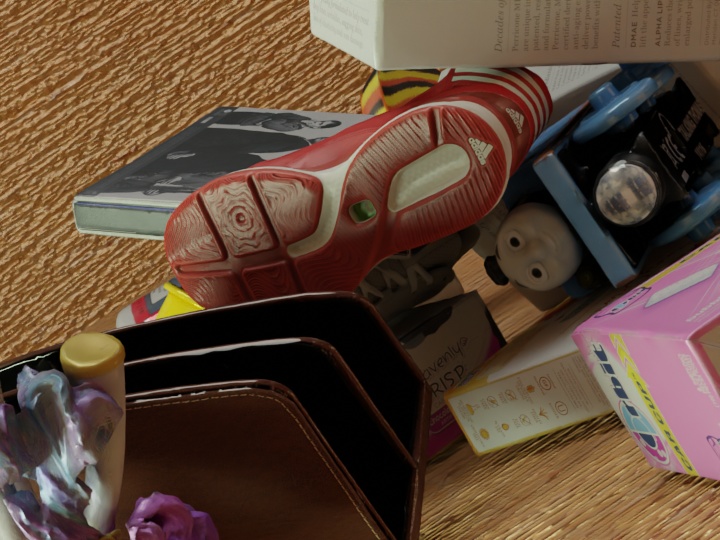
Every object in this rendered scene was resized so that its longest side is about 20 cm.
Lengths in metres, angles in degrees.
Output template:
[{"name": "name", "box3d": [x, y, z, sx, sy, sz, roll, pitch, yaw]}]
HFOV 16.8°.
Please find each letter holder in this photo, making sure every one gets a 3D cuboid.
[{"name": "letter holder", "box3d": [-0.090, 0.068, 1.034, 0.199, 0.142, 0.101, -13, 46, 22]}]

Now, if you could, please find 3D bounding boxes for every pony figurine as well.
[{"name": "pony figurine", "box3d": [-0.113, 0.111, 0.913, 0.166, 0.201, 0.193, -31, 37, -33]}]

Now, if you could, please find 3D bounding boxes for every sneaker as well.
[{"name": "sneaker", "box3d": [0.008, -0.040, 1.145, 0.199, 0.079, 0.115, -16, 13, 35]}, {"name": "sneaker", "box3d": [0.000, 0.000, 1.238, 0.092, 0.076, 0.200, -22, 11, 25]}]

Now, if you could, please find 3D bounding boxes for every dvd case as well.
[{"name": "dvd case", "box3d": [-0.027, -0.049, 1.267, 0.199, 0.025, 0.150, 6, 24, 29]}]

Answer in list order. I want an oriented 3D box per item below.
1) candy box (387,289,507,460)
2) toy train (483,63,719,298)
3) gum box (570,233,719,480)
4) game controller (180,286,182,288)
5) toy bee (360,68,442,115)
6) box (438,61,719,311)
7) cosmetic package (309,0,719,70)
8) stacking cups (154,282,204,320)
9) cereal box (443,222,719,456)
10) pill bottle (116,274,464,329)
[{"name": "candy box", "box3d": [-0.017, 0.081, 1.283, 0.136, 0.061, 0.200, -34, 6, -25]}, {"name": "toy train", "box3d": [0.119, -0.041, 1.160, 0.114, 0.087, 0.200, -36, 4, 19]}, {"name": "gum box", "box3d": [0.192, -0.003, 0.909, 0.200, 0.066, 0.113, -33, 8, -13]}, {"name": "game controller", "box3d": [-0.094, 0.072, 1.369, 0.200, 0.104, 0.042, -53, 39, -3]}, {"name": "toy bee", "box3d": [0.089, -0.058, 1.495, 0.131, 0.199, 0.109, 86, -162, -57]}, {"name": "box", "box3d": [0.143, -0.079, 1.346, 0.200, 0.124, 0.098, -26, 32, 39]}, {"name": "cosmetic package", "box3d": [0.083, -0.138, 1.139, 0.199, 0.074, 0.102, -5, 17, -18]}, {"name": "stacking cups", "box3d": [-0.121, 0.106, 1.234, 0.201, 0.060, 0.061, -61, 9, -3]}, {"name": "cereal box", "box3d": [0.147, 0.016, 1.093, 0.144, 0.040, 0.200, -34, 6, -40]}, {"name": "pill bottle", "box3d": [-0.042, 0.027, 1.535, 0.200, 0.120, 0.120, -32, 7, 3]}]
